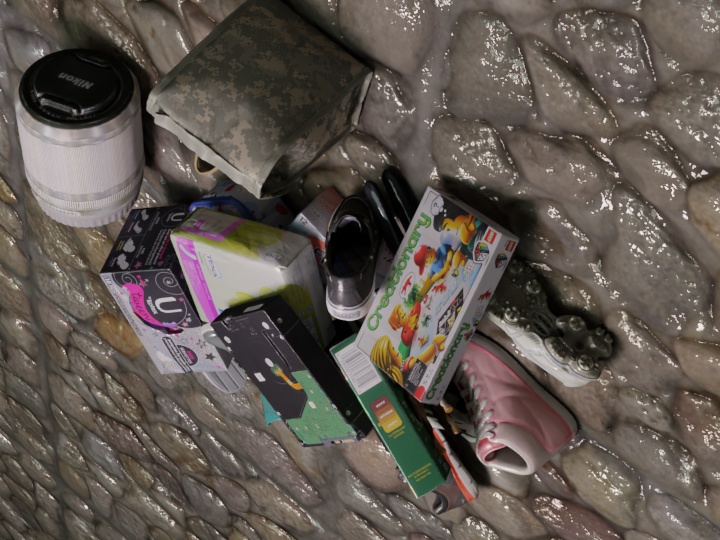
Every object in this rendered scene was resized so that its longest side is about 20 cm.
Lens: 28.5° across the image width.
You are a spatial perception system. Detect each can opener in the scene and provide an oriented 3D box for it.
[{"bbox_3d":[0.059,-0.019,1.613,0.078,0.063,0.201,-3,123,52],"label":"can opener"}]

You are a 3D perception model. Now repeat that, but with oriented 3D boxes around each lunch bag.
[{"bbox_3d":[-0.130,-0.022,1.826,0.160,0.075,0.201,-1,123,53],"label":"lunch bag"},{"bbox_3d":[-0.111,-0.176,1.516,0.164,0.200,0.118,38,147,12],"label":"lunch bag"}]

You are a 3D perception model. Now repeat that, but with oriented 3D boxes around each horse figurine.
[{"bbox_3d":[0.074,0.127,1.633,0.201,0.050,0.133,69,176,-55],"label":"horse figurine"}]

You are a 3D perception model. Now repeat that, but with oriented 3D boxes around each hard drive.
[{"bbox_3d":[-0.081,0.123,1.693,0.201,0.038,0.139,54,148,-13],"label":"hard drive"}]

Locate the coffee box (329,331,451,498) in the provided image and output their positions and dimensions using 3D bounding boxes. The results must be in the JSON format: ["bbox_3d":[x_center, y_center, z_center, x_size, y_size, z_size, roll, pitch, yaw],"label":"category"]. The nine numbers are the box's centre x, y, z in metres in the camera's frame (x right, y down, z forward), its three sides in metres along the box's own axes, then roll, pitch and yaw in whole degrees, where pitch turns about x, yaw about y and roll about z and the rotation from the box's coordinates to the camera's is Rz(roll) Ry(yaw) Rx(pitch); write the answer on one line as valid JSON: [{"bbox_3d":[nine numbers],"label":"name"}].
[{"bbox_3d":[0.036,0.165,1.660,0.201,0.044,0.123,59,-176,3],"label":"coffee box"}]

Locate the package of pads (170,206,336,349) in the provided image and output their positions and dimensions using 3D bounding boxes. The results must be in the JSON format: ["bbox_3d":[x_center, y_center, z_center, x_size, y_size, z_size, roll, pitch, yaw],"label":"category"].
[{"bbox_3d":[-0.131,0.011,1.727,0.199,0.068,0.155,17,137,35],"label":"package of pads"}]

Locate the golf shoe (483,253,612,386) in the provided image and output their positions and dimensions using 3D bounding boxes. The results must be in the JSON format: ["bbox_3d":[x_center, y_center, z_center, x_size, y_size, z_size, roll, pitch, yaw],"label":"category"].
[{"bbox_3d":[0.177,0.059,1.553,0.200,0.078,0.097,43,154,9],"label":"golf shoe"}]

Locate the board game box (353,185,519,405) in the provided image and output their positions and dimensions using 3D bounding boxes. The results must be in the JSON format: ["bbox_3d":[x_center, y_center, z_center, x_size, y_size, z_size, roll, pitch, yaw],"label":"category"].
[{"bbox_3d":[0.079,0.026,1.525,0.126,0.034,0.201,36,105,44],"label":"board game box"}]

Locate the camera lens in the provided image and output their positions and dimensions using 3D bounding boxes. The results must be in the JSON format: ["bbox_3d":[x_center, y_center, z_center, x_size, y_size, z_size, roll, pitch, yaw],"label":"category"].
[{"bbox_3d":[-0.364,-0.175,1.852,0.159,0.160,0.201,33,145,20],"label":"camera lens"}]

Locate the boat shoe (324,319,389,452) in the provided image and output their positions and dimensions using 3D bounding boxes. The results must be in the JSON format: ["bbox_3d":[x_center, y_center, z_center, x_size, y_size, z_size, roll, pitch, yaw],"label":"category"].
[{"bbox_3d":[-0.001,0.151,1.798,0.202,0.063,0.074,60,159,27],"label":"boat shoe"}]

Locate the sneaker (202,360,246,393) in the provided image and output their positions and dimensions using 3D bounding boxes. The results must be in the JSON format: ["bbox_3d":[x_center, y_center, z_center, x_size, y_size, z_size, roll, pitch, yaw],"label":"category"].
[{"bbox_3d":[-0.232,0.088,2.084,0.201,0.073,0.071,62,165,-17],"label":"sneaker"}]

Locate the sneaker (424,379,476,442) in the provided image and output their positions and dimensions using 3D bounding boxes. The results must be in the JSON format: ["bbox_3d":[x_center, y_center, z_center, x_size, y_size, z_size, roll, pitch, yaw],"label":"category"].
[{"bbox_3d":[0.078,0.148,1.764,0.199,0.074,0.089,36,145,18],"label":"sneaker"}]

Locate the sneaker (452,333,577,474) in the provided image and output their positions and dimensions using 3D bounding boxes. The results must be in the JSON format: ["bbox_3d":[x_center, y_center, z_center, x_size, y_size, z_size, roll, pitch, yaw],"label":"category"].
[{"bbox_3d":[0.150,0.158,1.662,0.200,0.105,0.076,40,149,13],"label":"sneaker"}]

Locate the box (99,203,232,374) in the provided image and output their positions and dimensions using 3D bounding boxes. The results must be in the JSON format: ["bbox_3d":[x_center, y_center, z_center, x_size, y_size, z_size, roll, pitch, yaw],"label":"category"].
[{"bbox_3d":[-0.242,0.028,1.910,0.114,0.133,0.201,-5,133,24],"label":"box"}]

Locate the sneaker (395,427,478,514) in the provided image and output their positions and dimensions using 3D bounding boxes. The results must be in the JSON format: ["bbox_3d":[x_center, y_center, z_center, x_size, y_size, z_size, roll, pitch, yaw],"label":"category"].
[{"bbox_3d":[0.075,0.237,1.835,0.201,0.082,0.077,56,180,-13],"label":"sneaker"}]

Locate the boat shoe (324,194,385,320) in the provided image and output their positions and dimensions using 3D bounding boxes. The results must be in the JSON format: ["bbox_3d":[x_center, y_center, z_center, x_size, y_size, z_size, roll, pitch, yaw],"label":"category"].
[{"bbox_3d":[-0.011,-0.032,1.583,0.069,0.201,0.067,2,129,8],"label":"boat shoe"}]

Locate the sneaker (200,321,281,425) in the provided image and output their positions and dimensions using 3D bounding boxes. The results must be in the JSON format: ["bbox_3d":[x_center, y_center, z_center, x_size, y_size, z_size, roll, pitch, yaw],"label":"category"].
[{"bbox_3d":[-0.123,0.139,1.860,0.199,0.122,0.083,17,153,-26],"label":"sneaker"}]

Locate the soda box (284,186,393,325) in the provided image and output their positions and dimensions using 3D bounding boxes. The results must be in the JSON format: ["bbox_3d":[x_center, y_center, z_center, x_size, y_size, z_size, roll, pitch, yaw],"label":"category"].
[{"bbox_3d":[0.000,0.000,1.695,0.200,0.068,0.064,46,140,1],"label":"soda box"}]

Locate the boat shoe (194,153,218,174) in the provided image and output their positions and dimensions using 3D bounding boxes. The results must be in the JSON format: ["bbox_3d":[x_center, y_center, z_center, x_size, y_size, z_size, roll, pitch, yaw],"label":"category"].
[{"bbox_3d":[-0.144,-0.172,1.687,0.073,0.063,0.200,45,147,4],"label":"boat shoe"}]
